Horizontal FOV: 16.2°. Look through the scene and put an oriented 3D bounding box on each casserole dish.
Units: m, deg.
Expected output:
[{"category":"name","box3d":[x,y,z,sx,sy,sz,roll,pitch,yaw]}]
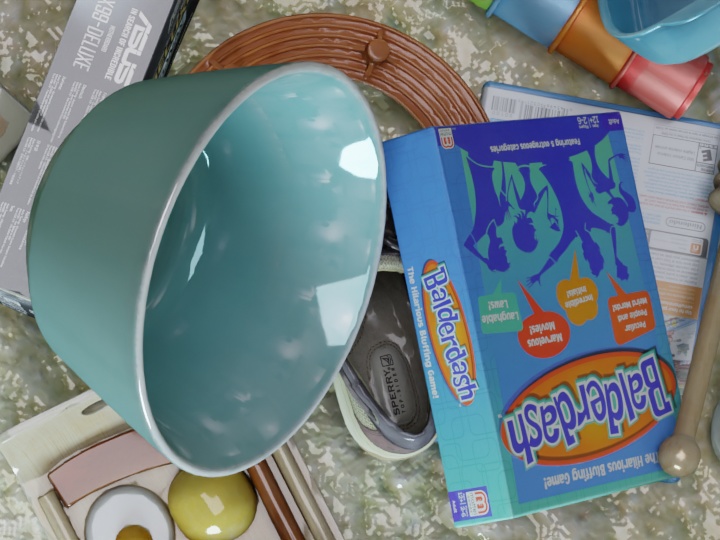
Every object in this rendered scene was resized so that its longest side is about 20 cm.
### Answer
[{"category":"casserole dish","box3d":[0.184,-0.173,1.340,0.121,0.200,0.039,-29,119,19]}]

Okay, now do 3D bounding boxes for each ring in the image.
[{"category":"ring","box3d":[-0.015,-0.041,1.352,0.200,0.019,0.200,2,83,-13]}]

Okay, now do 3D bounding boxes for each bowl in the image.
[{"category":"bowl","box3d":[-0.084,-0.012,1.207,0.105,0.201,0.201,17,83,28]}]

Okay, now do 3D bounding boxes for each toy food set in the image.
[{"category":"toy food set","box3d":[-0.085,0.145,1.343,0.143,0.060,0.200,-27,87,-6]}]

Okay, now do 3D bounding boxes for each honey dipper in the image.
[{"category":"honey dipper","box3d":[0.190,0.015,1.349,0.038,0.038,0.200,19,69,-3]}]

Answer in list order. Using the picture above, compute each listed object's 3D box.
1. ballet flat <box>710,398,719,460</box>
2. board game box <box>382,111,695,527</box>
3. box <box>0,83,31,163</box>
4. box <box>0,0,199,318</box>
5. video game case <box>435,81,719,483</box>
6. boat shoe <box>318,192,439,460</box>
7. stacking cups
[{"category":"ballet flat","box3d":[0.239,0.016,1.377,0.069,0.069,0.200,15,84,-3]},{"category":"board game box","box3d":[0.094,0.022,1.316,0.152,0.045,0.200,-9,86,-45]},{"category":"box","box3d":[-0.271,-0.036,1.328,0.095,0.078,0.200,42,84,-13]},{"category":"box","box3d":[-0.140,-0.075,1.309,0.050,0.158,0.200,21,83,-2]},{"category":"video game case","box3d":[0.121,0.006,1.392,0.143,0.018,0.200,10,84,-4]},{"category":"boat shoe","box3d":[0.000,0.000,1.306,0.072,0.065,0.200,-16,87,-15]},{"category":"stacking cups","box3d":[0.101,-0.153,1.385,0.200,0.061,0.061,31,84,-3]}]
